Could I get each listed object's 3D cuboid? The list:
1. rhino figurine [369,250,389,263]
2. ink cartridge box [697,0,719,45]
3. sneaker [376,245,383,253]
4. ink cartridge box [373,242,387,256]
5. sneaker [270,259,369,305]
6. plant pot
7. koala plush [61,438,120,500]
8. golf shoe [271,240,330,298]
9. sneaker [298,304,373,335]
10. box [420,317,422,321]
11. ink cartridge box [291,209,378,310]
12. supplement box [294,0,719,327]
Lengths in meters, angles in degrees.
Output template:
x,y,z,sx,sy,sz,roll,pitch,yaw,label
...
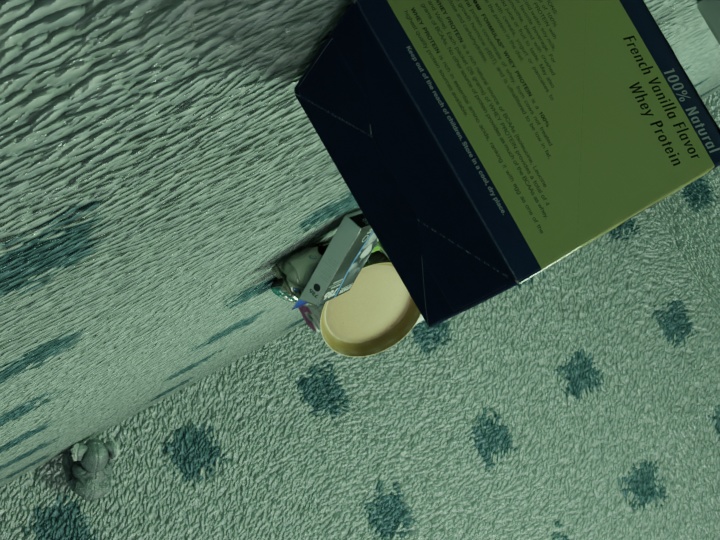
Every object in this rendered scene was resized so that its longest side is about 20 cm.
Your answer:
x,y,z,sx,sy,sz,roll,pitch,yaw,label
0.000,0.000,1.892,0.199,0.060,0.088,-7,-151,1,rhino figurine
0.567,-0.374,1.418,0.144,0.085,0.200,-31,177,25,ink cartridge box
0.093,-0.093,1.902,0.200,0.072,0.083,-29,-155,-30,sneaker
0.075,-0.058,1.694,0.148,0.076,0.200,-24,161,-47,ink cartridge box
-0.067,0.007,1.812,0.199,0.091,0.078,-8,153,19,sneaker
0.018,0.064,1.749,0.200,0.028,0.200,-13,127,-18,plant pot
-0.869,0.625,3.268,0.177,0.184,0.200,4,131,-25,koala plush
-0.064,-0.008,1.661,0.097,0.078,0.200,-37,175,16,golf shoe
-0.031,0.070,1.878,0.088,0.081,0.200,-37,-155,-27,sneaker
0.069,0.052,2.418,0.200,0.199,0.171,-35,173,39,box
-0.030,-0.010,1.581,0.099,0.039,0.200,-25,152,-54,ink cartridge box
0.100,-0.103,0.687,0.200,0.200,0.134,-29,177,-25,supplement box
